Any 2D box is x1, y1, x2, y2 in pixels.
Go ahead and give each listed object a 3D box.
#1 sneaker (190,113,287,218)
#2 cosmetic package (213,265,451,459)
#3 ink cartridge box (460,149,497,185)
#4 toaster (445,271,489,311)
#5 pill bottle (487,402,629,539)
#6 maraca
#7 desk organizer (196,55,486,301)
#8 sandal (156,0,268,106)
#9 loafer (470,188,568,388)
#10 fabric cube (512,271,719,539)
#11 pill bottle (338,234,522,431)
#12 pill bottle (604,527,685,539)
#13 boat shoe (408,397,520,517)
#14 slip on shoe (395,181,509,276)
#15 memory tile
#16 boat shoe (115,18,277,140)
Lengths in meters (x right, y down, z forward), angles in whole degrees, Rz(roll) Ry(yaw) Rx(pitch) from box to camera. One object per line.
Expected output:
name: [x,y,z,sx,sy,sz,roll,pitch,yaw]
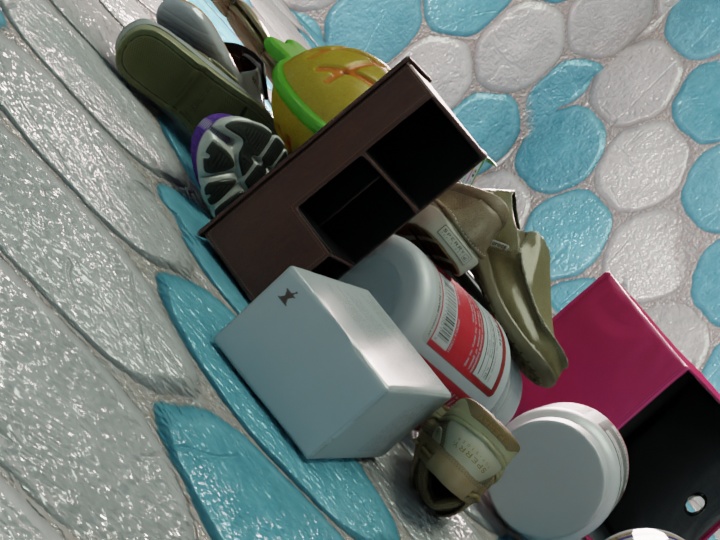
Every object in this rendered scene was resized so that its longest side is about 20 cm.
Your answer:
sneaker: [-0.106,-0.081,1.570,0.083,0.081,0.200,37,-6,16]
cosmetic package: [-0.014,0.065,1.291,0.102,0.071,0.200,51,7,13]
ink cartridge box: [0.055,-0.117,1.858,0.103,0.060,0.200,29,0,17]
toaster: [0.042,0.002,1.768,0.200,0.119,0.181,50,6,7]
pill bottle: [0.166,0.171,1.661,0.114,0.114,0.200,50,7,9]
maraca: [-0.018,-0.136,1.625,0.137,0.107,0.200,28,19,-29]
desk organizer: [-0.012,-0.056,1.427,0.077,0.200,0.072,53,7,15]
sandal: [-0.119,-0.183,1.740,0.079,0.059,0.207,21,-26,24]
loafer: [0.129,0.004,1.619,0.076,0.067,0.201,65,1,-60]
fabric cube: [0.275,0.165,2.038,0.200,0.196,0.200,43,7,-33]
pill bottle: [0.047,0.060,1.526,0.200,0.112,0.112,41,11,-51]
pill bottle: [0.222,0.273,1.459,0.116,0.116,0.200,48,7,-6]
boat shoe: [0.062,0.139,1.406,0.071,0.065,0.200,41,-12,7]
slip on shoe: [0.062,-0.043,1.550,0.076,0.061,0.200,50,-7,-11]
memory tile: [-0.085,-0.196,1.763,0.200,0.017,0.153,54,-3,-4]
boat shoe: [-0.126,-0.141,1.675,0.200,0.075,0.068,47,11,-20]
